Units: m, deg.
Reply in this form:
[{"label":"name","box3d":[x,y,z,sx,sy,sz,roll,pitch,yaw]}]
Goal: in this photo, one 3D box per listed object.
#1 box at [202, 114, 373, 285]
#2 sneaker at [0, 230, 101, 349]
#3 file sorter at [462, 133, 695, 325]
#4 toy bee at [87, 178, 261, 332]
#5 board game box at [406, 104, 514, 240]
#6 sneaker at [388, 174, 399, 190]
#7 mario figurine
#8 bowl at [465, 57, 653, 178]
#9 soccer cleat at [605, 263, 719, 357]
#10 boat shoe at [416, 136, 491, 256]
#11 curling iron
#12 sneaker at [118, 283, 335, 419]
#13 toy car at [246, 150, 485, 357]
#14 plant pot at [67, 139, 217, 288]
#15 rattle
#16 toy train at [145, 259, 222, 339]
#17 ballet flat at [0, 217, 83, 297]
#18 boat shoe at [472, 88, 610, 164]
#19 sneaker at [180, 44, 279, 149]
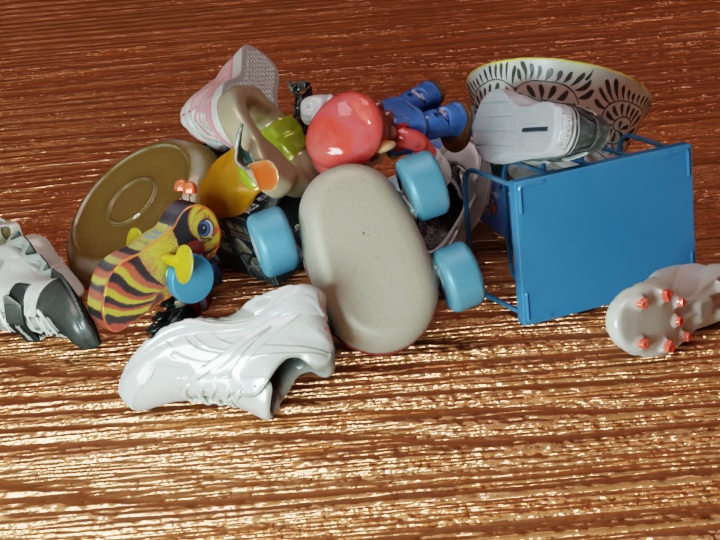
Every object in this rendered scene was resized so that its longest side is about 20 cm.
[{"label":"box","box3d":[-0.101,-0.084,1.883,0.163,0.087,0.199,-39,34,-24]},{"label":"sneaker","box3d":[-0.321,0.039,1.706,0.088,0.075,0.200,-36,38,-16]},{"label":"file sorter","box3d":[0.212,-0.047,1.720,0.198,0.141,0.122,-13,18,-23]},{"label":"toy bee","box3d":[-0.180,-0.027,1.679,0.130,0.110,0.200,1,24,37]},{"label":"board game box","box3d":[0.153,-0.113,1.925,0.151,0.045,0.200,36,29,13]},{"label":"sneaker","box3d":[0.040,-0.055,1.862,0.081,0.075,0.200,-5,19,-16]},{"label":"mario figurine","box3d":[0.016,-0.126,1.709,0.122,0.107,0.199,2,12,41]},{"label":"bowl","box3d":[0.203,-0.143,1.836,0.198,0.095,0.201,7,-13,2]},{"label":"soccer cleat","box3d":[0.274,0.034,1.595,0.077,0.070,0.199,8,16,42]},{"label":"boat shoe","box3d":[0.085,-0.072,1.765,0.071,0.069,0.201,22,54,11]},{"label":"curling iron","box3d":[-0.078,-0.124,1.801,0.025,0.050,0.201,-1,47,16]},{"label":"sneaker","box3d":[-0.113,0.088,1.508,0.198,0.100,0.078,-23,-25,6]},{"label":"toy car","box3d":[0.000,0.000,1.668,0.182,0.179,0.200,-21,-6,-7]},{"label":"plant pot","box3d":[-0.237,-0.067,1.862,0.198,0.028,0.201,-23,41,21]},{"label":"rattle","box3d":[-0.122,-0.088,1.654,0.142,0.131,0.201,-23,23,14]},{"label":"toy train","box3d":[-0.169,0.029,1.723,0.045,0.034,0.200,-19,18,12]},{"label":"ballet flat","box3d":[-0.357,-0.014,1.847,0.069,0.070,0.199,-17,24,-32]},{"label":"boat shoe","box3d":[0.170,-0.129,1.671,0.070,0.073,0.200,11,6,-22]},{"label":"sneaker","box3d":[-0.143,-0.156,1.847,0.105,0.075,0.201,-43,18,23]}]
